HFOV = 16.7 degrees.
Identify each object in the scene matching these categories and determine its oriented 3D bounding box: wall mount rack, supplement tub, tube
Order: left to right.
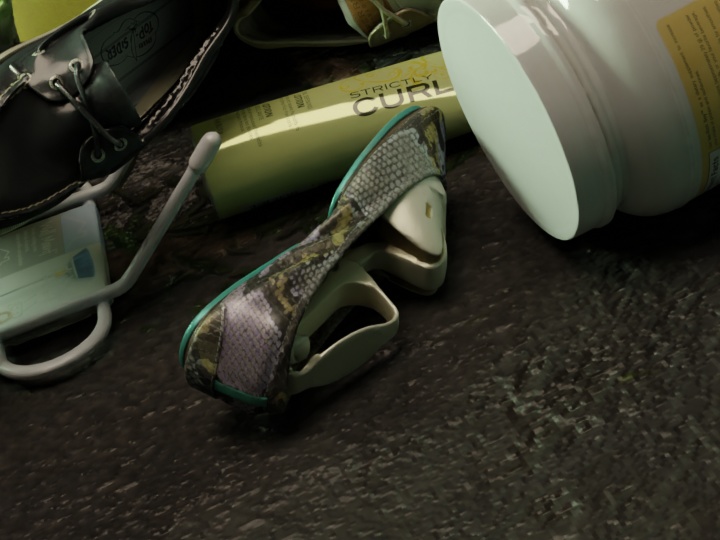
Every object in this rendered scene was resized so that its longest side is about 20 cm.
[{"bbox_3d":[-0.147,-0.033,1.255,0.173,0.075,0.200,-22,30,1],"label":"wall mount rack"},{"bbox_3d":[0.012,-0.082,1.259,0.199,0.052,0.058,-17,73,-1],"label":"tube"},{"bbox_3d":[0.151,-0.114,1.119,0.199,0.146,0.145,-28,30,-11],"label":"supplement tub"}]

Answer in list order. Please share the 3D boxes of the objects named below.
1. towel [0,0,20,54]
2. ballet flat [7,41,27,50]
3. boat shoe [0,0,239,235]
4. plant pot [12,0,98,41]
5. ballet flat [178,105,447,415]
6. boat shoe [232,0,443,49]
[{"bbox_3d":[-0.235,-0.073,1.264,0.149,0.031,0.200,-36,-6,-12],"label":"towel"},{"bbox_3d":[-0.218,-0.043,1.184,0.068,0.076,0.200,10,47,46],"label":"ballet flat"},{"bbox_3d":[-0.126,-0.086,1.181,0.066,0.075,0.199,-10,23,47],"label":"boat shoe"},{"bbox_3d":[-0.127,-0.227,1.386,0.176,0.200,0.200,-24,24,33],"label":"plant pot"},{"bbox_3d":[0.000,0.000,1.129,0.072,0.072,0.200,7,41,41],"label":"ballet flat"},{"bbox_3d":[0.014,-0.157,1.360,0.199,0.075,0.068,-9,32,42],"label":"boat shoe"}]
